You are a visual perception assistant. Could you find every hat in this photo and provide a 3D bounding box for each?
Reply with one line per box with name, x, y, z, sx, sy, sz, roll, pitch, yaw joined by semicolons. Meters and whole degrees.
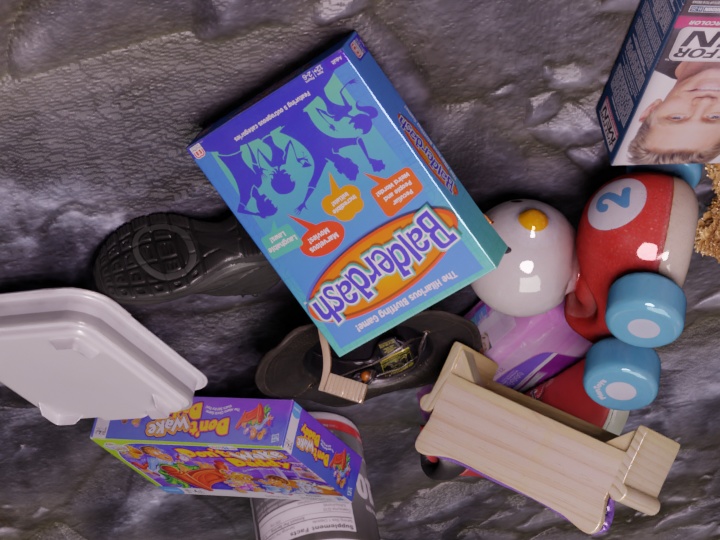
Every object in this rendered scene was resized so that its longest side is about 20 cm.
hat;0.002;0.044;1.790;0.201;0.081;0.201;-10;157;-4

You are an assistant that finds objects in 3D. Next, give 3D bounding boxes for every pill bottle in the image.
pill bottle;-0.040;0.241;1.970;0.114;0.200;0.114;-8;146;-5

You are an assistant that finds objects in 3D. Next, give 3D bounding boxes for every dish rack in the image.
dish rack;-0.240;0.079;1.770;0.172;0.044;0.200;-6;152;27

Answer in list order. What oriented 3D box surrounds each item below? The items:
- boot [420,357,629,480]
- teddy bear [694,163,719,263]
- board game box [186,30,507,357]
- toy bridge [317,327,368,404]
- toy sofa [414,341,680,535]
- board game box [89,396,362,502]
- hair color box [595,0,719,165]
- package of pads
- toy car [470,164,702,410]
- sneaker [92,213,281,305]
boot;0.135;0.130;1.845;0.144;0.072;0.200;6;146;-26
teddy bear;0.342;-0.085;1.747;0.145;0.067;0.200;-15;141;-11
board game box;-0.010;-0.054;1.589;0.152;0.045;0.200;-31;103;25
toy bridge;0.000;0.000;1.675;0.067;0.200;0.027;17;178;3
toy sofa;0.149;0.142;1.749;0.200;0.098;0.083;23;177;31
board game box;-0.118;0.157;1.894;0.200;0.045;0.134;0;154;30
hair color box;0.253;-0.162;1.598;0.100;0.061;0.200;-2;146;-14
package of pads;0.148;0.066;1.884;0.120;0.076;0.200;13;139;-31
toy car;0.157;-0.016;1.706;0.200;0.184;0.177;12;144;1
sneaker;-0.113;-0.006;1.707;0.200;0.076;0.091;-12;152;4
